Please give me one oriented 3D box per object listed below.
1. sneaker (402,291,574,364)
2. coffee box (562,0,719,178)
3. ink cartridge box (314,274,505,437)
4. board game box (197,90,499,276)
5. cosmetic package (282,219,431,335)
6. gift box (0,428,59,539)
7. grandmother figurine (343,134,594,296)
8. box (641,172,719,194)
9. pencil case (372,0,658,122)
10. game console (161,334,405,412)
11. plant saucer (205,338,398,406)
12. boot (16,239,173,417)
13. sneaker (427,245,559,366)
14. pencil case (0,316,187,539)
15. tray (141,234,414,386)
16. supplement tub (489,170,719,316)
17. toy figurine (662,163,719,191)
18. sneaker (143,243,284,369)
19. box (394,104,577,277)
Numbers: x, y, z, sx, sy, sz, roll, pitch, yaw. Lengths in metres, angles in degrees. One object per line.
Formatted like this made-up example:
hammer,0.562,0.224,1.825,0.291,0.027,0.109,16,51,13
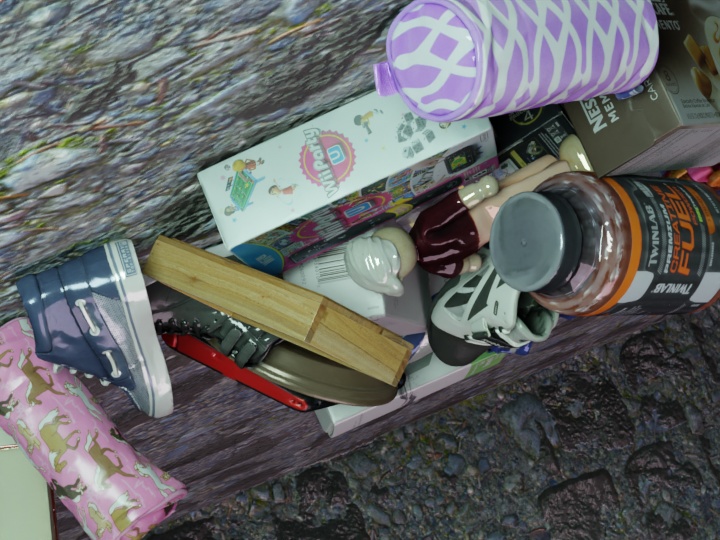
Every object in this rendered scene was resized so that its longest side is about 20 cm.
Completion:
sneaker,0.119,0.047,1.499,0.199,0.089,0.075,-28,172,-10
coffee box,0.229,-0.141,1.204,0.079,0.115,0.199,-32,166,34
ink cartridge box,0.029,0.061,1.643,0.199,0.146,0.084,-23,169,-10
board game box,-0.003,-0.071,1.158,0.199,0.065,0.148,-24,170,4
cosmetic package,0.000,0.000,1.351,0.084,0.109,0.200,-10,172,12
gift box,-0.337,0.214,1.435,0.198,0.189,0.185,-6,163,-15
grandmother figurine,0.080,-0.034,1.234,0.199,0.061,0.122,-22,141,-14
box,0.299,-0.083,1.608,0.199,0.123,0.048,-25,178,4
pencil case,0.106,-0.143,1.023,0.199,0.085,0.085,-12,-173,-44
game console,-0.070,0.074,1.477,0.200,0.176,0.031,-7,117,-62
plant saucer,-0.054,0.062,1.443,0.200,0.199,0.030,-4,120,-62
boot,-0.199,0.054,1.221,0.090,0.073,0.201,-17,142,-9
sneaker,0.118,0.035,1.344,0.073,0.089,0.201,-1,143,-27
pencil case,-0.226,0.126,1.251,0.083,0.200,0.087,-39,170,-33
tray,-0.062,0.026,1.166,0.098,0.037,0.199,29,173,-42
supplement tub,0.186,-0.019,1.195,0.199,0.108,0.107,0,155,-43
toy figurine,0.288,-0.074,1.521,0.183,0.151,0.200,-33,164,24
sneaker,-0.131,0.042,1.318,0.198,0.100,0.071,-21,171,-13
box,0.133,-0.055,1.345,0.161,0.049,0.200,-34,143,14
